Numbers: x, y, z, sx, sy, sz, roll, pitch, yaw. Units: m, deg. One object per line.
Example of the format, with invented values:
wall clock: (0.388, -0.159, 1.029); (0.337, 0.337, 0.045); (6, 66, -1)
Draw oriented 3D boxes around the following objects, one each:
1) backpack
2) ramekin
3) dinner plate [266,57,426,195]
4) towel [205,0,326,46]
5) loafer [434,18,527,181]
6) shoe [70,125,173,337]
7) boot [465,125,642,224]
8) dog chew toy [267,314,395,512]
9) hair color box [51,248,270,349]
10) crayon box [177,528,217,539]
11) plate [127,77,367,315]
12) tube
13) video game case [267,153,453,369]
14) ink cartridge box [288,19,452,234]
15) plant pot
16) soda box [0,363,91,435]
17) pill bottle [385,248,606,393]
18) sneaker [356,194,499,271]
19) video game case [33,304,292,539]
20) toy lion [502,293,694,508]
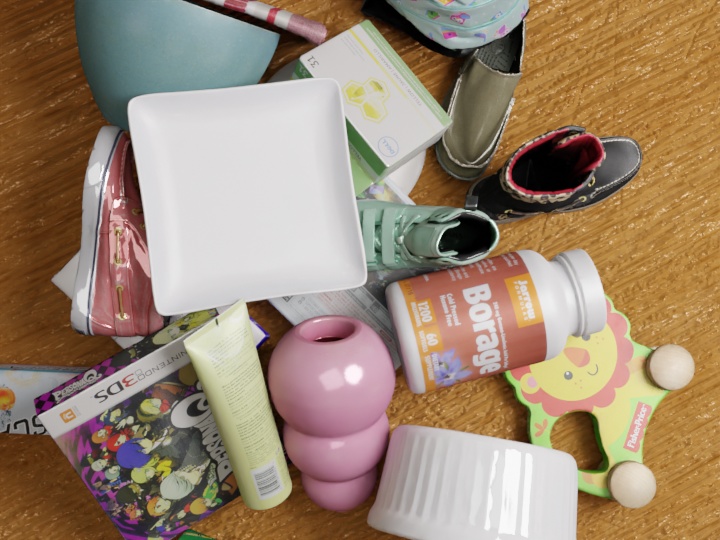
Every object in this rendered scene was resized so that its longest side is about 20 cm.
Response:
backpack: (0.081, -0.316, 0.818); (0.166, 0.127, 0.200); (-37, 61, 0)
ramekin: (0.111, 0.210, 0.763); (0.199, 0.201, 0.099); (10, 77, -1)
dinner plate: (-0.025, -0.146, 0.874); (0.198, 0.024, 0.202); (0, 84, -4)
towel: (-0.132, -0.269, 0.811); (0.198, 0.144, 0.023); (17, 106, -9)
loafer: (0.131, -0.197, 0.861); (0.075, 0.070, 0.202); (14, 84, -1)
shoe: (-0.217, -0.034, 0.772); (0.090, 0.071, 0.202); (7, 89, -4)
boot: (0.213, -0.103, 0.815); (0.198, 0.151, 0.074); (-14, 85, -4)
dog chew toy: (-0.026, 0.148, 0.791); (0.123, 0.125, 0.202); (-4, 111, -3)
hair color box: (-0.203, 0.039, 0.829); (0.200, 0.065, 0.109); (43, 85, 0)
crayon box: (-0.192, 0.364, 0.770); (0.058, 0.119, 0.201); (23, 84, 0)
plate: (-0.104, -0.070, 0.750); (0.198, 0.032, 0.202); (-8, 90, -11)
tube: (-0.109, 0.130, 0.747); (0.051, 0.058, 0.201); (-12, 116, -1)
video game case: (0.000, 0.000, 0.849); (0.200, 0.023, 0.182); (44, 86, -5)
ink cartridge box: (-0.023, -0.150, 0.812); (0.200, 0.048, 0.146); (-37, 86, -29)
plant pot: (-0.194, -0.204, 0.800); (0.199, 0.200, 0.136); (19, 104, -1)
soda box: (-0.311, 0.130, 0.809); (0.198, 0.068, 0.064); (2, 88, 0)
pill bottle: (0.131, 0.044, 0.789); (0.198, 0.112, 0.113); (-15, 85, -2)
sneaker: (0.036, -0.037, 0.781); (0.199, 0.118, 0.074); (-5, 93, -5)
video game case: (-0.179, 0.156, 0.769); (0.180, 0.036, 0.201); (-29, 122, -14)
toy lion: (0.233, 0.123, 0.845); (0.190, 0.069, 0.201); (19, 84, 6)
